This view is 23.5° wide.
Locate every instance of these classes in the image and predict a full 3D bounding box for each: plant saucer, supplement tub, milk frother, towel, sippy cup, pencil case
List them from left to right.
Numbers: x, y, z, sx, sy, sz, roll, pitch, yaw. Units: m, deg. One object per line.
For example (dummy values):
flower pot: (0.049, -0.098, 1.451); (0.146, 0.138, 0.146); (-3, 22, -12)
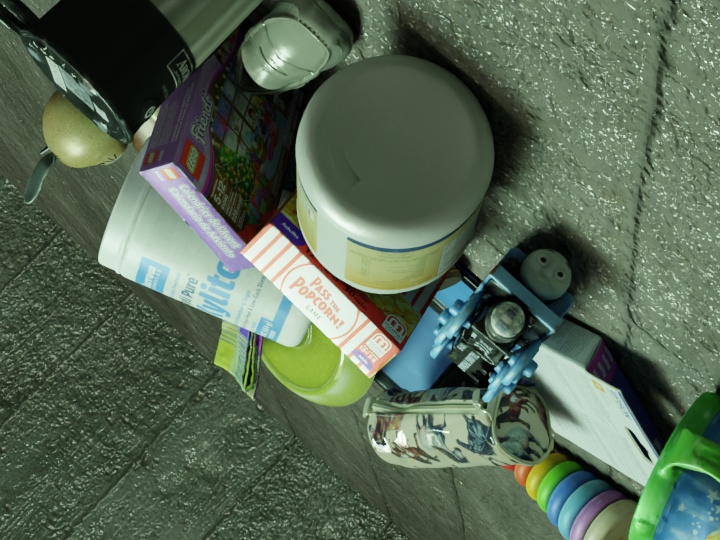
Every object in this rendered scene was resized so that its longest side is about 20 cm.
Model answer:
milk frother: (-0.191, -0.229, 1.348); (0.200, 0.188, 0.180); (45, 167, -6)
supplement tub: (-0.122, -0.026, 1.567); (0.199, 0.133, 0.132); (22, 168, -2)
towel: (-0.118, 0.015, 1.741); (0.023, 0.202, 0.144); (3, -169, -18)
plant saucer: (-0.060, 0.049, 1.760); (0.199, 0.031, 0.202); (24, 124, 40)
supplement tub: (0.022, -0.065, 1.316); (0.144, 0.144, 0.200); (42, 168, 8)
pencil case: (0.089, 0.145, 1.649); (0.199, 0.078, 0.090); (-8, 132, 50)
sippy cup: (0.295, 0.182, 1.335); (0.130, 0.141, 0.178); (27, -158, 21)

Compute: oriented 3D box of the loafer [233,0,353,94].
loafer: (-0.057, -0.174, 1.381); (0.070, 0.070, 0.200); (45, 168, -7)

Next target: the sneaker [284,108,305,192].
sneaker: (-0.082, -0.133, 1.629); (0.200, 0.077, 0.081); (45, -176, 0)

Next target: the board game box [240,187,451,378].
board game box: (-0.001, -0.019, 1.489); (0.151, 0.046, 0.200); (44, -147, -6)

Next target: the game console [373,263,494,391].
game console: (0.049, 0.048, 1.703); (0.200, 0.171, 0.118); (42, -165, 10)

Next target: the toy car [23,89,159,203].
toy car: (-0.247, -0.135, 1.695); (0.158, 0.199, 0.165); (49, -154, -24)

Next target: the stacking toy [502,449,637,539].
stacking toy: (0.214, 0.236, 1.888); (0.200, 0.085, 0.086); (39, 168, 39)

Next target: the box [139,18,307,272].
box: (-0.112, -0.119, 1.477); (0.039, 0.201, 0.137); (-13, 137, 30)

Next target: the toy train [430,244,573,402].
toy train: (0.120, 0.036, 1.413); (0.087, 0.114, 0.200); (39, 168, 4)

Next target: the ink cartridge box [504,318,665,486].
ink cartridge box: (0.212, 0.115, 1.557); (0.200, 0.043, 0.197); (28, 160, 48)

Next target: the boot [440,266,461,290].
boot: (0.000, 0.000, 1.645); (0.199, 0.076, 0.073); (-9, 169, 25)
